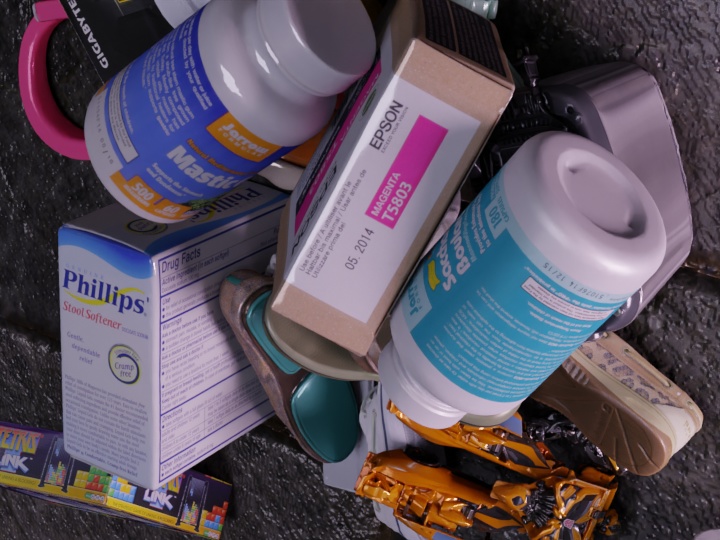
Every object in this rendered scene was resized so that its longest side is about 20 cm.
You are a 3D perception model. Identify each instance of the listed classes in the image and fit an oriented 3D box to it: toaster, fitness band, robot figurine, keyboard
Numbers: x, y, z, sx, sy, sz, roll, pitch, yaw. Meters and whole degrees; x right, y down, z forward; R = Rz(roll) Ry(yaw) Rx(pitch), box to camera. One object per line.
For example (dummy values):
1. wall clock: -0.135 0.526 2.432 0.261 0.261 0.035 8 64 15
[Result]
1. toaster: 0.149 -0.060 1.097 0.113 0.129 0.202 -9 102 37
2. fitness band: -0.221 -0.166 1.389 0.198 0.037 0.146 3 108 37
3. robot figurine: 0.103 0.159 1.213 0.198 0.058 0.146 21 106 2
4. keyboard: -0.012 0.092 1.348 0.056 0.011 0.203 13 113 38

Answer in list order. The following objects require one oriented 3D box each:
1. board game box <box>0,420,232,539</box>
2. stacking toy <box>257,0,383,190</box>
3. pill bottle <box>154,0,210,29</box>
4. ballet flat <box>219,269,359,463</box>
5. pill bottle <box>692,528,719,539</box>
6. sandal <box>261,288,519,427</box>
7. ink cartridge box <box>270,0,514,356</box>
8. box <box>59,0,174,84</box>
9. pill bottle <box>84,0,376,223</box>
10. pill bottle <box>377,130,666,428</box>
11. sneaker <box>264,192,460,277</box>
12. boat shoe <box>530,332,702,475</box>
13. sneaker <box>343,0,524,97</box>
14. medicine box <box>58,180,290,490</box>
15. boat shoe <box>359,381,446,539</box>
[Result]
1. board game box: -0.242 0.184 1.449 0.198 0.165 0.057 5 74 34
2. stacking toy: -0.024 -0.164 1.205 0.145 0.146 0.202 26 105 26
3. pill bottle: -0.048 -0.231 1.118 0.198 0.112 0.113 -17 96 28
4. ballet flat: -0.057 0.072 1.303 0.067 0.068 0.201 30 151 47
5. pill bottle: 0.232 0.287 1.173 0.111 0.111 0.201 36 124 20
6. sandal: 0.027 0.048 1.166 0.199 0.081 0.057 19 159 1
7. ink cartridge box: 0.017 -0.071 1.055 0.074 0.165 0.201 26 109 -9
8. box: -0.189 -0.264 1.266 0.159 0.049 0.202 -26 93 42
9. pill bottle: -0.086 -0.120 1.083 0.199 0.112 0.113 -29 89 38
10. pill bottle: 0.091 0.015 1.013 0.111 0.110 0.200 49 127 11
11. sneaker: 0.000 0.000 1.247 0.199 0.075 0.082 -26 72 41
12. boat shoe: 0.160 0.065 1.187 0.200 0.062 0.074 45 143 19
13. sneaker: 0.086 -0.182 1.153 0.117 0.074 0.202 28 103 -23
14. medicine box: -0.147 0.043 1.315 0.102 0.182 0.202 15 115 30
15. boat shoe: 0.028 0.120 1.285 0.066 0.073 0.203 10 107 40
